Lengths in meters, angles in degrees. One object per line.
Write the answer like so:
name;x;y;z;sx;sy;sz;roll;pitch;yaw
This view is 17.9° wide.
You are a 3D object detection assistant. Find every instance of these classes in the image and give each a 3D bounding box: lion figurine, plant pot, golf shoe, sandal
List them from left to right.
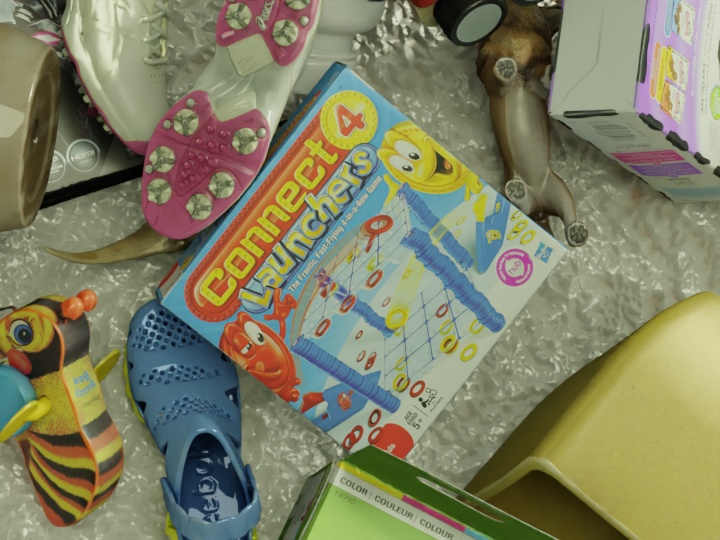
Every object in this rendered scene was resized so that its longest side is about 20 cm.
plant pot;-0.287;-0.097;1.451;0.172;0.200;0.202;9;77;1
golf shoe;-0.154;-0.178;1.498;0.091;0.075;0.201;-19;94;18
sandal;-0.107;0.111;1.522;0.079;0.087;0.201;-15;80;-13
golf shoe;-0.076;-0.110;1.489;0.075;0.091;0.201;30;98;8
lion figurine;0.118;-0.096;1.612;0.072;0.122;0.202;0;94;-4
plant pot;0.208;0.133;1.537;0.194;0.196;0.200;39;65;-2

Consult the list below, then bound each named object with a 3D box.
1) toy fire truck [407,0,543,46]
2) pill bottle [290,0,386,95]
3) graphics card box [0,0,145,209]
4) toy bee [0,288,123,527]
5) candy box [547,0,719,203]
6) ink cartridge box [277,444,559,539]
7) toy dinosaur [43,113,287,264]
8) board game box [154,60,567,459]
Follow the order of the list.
toy fire truck;0.075;-0.270;1.454;0.175;0.200;0.129;-32;63;2
pill bottle;-0.032;-0.226;1.568;0.110;0.111;0.202;6;102;-10
graphics card box;-0.223;-0.147;1.567;0.125;0.051;0.201;-18;84;-15
toy bee;-0.207;0.065;1.486;0.200;0.108;0.131;49;34;-21
candy box;0.217;-0.155;1.591;0.200;0.071;0.169;28;67;-52
ink cartridge box;0.033;0.185;1.476;0.147;0.200;0.076;28;75;-5
toy dinosaur;-0.115;-0.027;1.573;0.199;0.058;0.101;-35;73;-23
board game box;0.000;0.000;1.516;0.195;0.056;0.200;38;91;-12
